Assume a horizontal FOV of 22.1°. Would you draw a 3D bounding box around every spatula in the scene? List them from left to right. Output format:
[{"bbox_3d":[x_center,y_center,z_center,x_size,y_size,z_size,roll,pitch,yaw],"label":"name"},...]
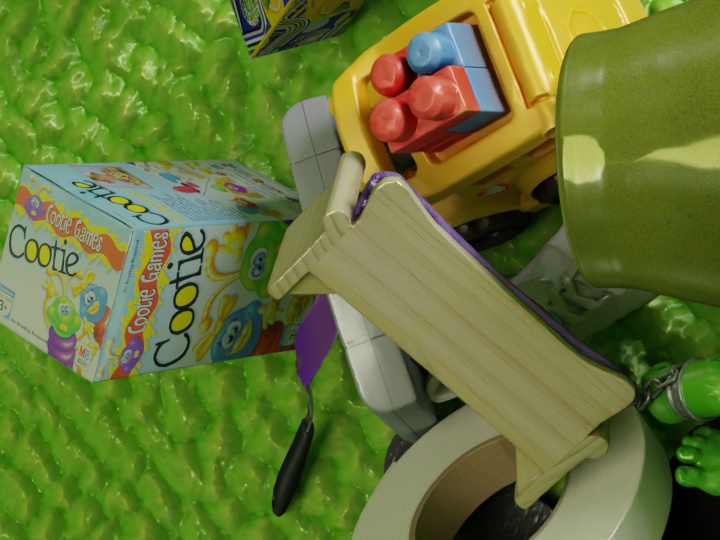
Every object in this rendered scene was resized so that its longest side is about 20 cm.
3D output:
[{"bbox_3d":[-0.038,0.091,1.213,0.057,0.020,0.201,-101,18,-50],"label":"spatula"}]

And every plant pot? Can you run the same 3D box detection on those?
[{"bbox_3d":[0.201,-0.060,0.912,0.191,0.200,0.202,-3,92,19],"label":"plant pot"}]

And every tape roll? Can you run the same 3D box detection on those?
[{"bbox_3d":[0.082,0.144,1.052,0.202,0.204,0.037,-15,126,37],"label":"tape roll"}]

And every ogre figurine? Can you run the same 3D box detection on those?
[{"bbox_3d":[0.232,0.102,0.923,0.201,0.097,0.120,63,154,25],"label":"ogre figurine"}]

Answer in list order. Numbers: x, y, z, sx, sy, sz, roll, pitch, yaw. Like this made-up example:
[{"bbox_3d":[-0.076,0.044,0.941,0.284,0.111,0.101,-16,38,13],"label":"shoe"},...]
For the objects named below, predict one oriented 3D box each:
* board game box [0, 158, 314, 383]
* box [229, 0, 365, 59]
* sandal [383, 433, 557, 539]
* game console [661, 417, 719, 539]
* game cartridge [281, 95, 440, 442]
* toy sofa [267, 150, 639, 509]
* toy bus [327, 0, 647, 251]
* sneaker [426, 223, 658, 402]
[{"bbox_3d":[-0.125,-0.005,1.192,0.104,0.199,0.104,28,110,32],"label":"board game box"},{"bbox_3d":[-0.021,-0.203,1.125,0.065,0.070,0.200,68,156,10],"label":"box"},{"bbox_3d":[0.096,0.162,1.145,0.200,0.043,0.076,46,111,34],"label":"sandal"},{"bbox_3d":[0.266,0.163,1.026,0.175,0.116,0.201,-35,71,2],"label":"game console"},{"bbox_3d":[0.000,0.000,1.132,0.041,0.133,0.202,-20,73,10],"label":"game cartridge"},{"bbox_3d":[0.055,0.023,0.992,0.200,0.083,0.098,40,114,-12],"label":"toy sofa"},{"bbox_3d":[0.052,-0.090,1.060,0.199,0.191,0.137,-28,79,36],"label":"toy bus"},{"bbox_3d":[0.115,0.022,1.074,0.075,0.089,0.200,47,128,-6],"label":"sneaker"}]
